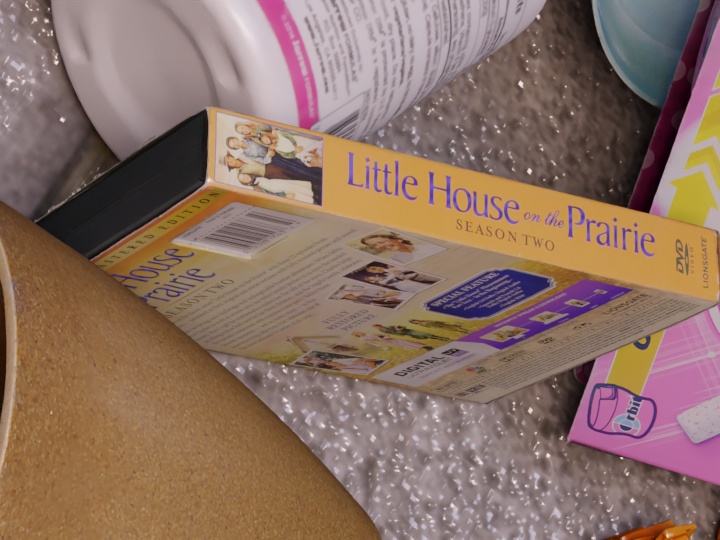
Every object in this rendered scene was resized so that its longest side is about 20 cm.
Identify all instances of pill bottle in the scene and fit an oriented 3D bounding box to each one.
[{"bbox_3d":[-0.002,-0.113,0.991,0.200,0.113,0.114,-35,98,-34],"label":"pill bottle"}]

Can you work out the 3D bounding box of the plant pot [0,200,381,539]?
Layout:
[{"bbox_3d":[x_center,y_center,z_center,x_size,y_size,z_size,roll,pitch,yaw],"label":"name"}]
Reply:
[{"bbox_3d":[-0.091,0.085,0.864,0.199,0.186,0.188,24,66,-41],"label":"plant pot"}]

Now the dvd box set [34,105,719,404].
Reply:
[{"bbox_3d":[0.000,0.000,0.945,0.199,0.146,0.030,12,67,-29],"label":"dvd box set"}]

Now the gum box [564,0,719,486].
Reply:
[{"bbox_3d":[0.154,-0.009,1.010,0.113,0.201,0.066,16,31,-1],"label":"gum box"}]

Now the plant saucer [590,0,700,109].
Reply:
[{"bbox_3d":[0.164,-0.144,1.028,0.199,0.201,0.027,-4,40,-33],"label":"plant saucer"}]

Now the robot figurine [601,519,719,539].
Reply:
[{"bbox_3d":[0.157,0.185,1.053,0.144,0.058,0.201,-16,87,-33],"label":"robot figurine"}]
